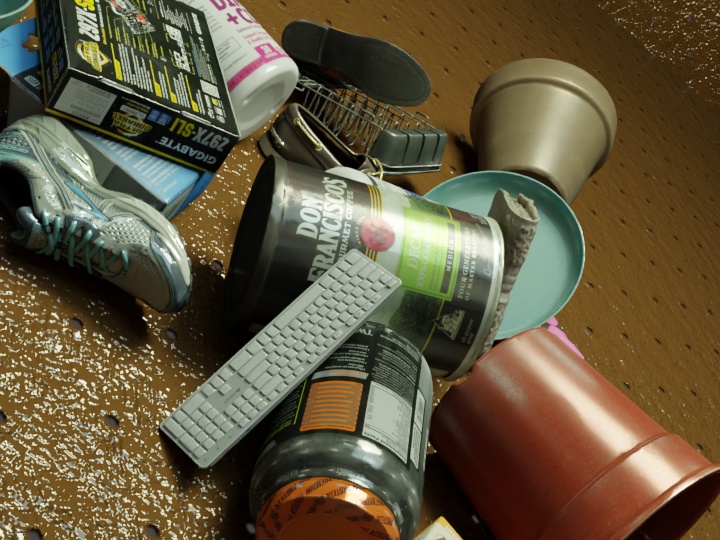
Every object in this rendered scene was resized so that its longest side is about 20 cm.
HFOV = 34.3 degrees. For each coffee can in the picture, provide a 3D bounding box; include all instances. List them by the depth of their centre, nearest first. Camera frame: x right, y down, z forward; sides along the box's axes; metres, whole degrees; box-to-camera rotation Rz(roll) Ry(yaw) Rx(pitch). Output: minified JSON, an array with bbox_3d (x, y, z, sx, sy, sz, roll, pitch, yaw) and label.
[{"bbox_3d":[0.000,0.000,0.975,0.199,0.147,0.147,15,35,-15],"label":"coffee can"}]

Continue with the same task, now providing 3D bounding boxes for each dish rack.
[{"bbox_3d":[-0.003,-0.182,1.369,0.200,0.055,0.153,33,21,23],"label":"dish rack"}]

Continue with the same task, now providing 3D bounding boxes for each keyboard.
[{"bbox_3d":[-0.057,0.061,0.851,0.056,0.200,0.011,37,-20,30],"label":"keyboard"}]

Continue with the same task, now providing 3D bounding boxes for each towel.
[{"bbox_3d":[0.124,-0.003,1.066,0.034,0.133,0.200,18,12,0],"label":"towel"}]

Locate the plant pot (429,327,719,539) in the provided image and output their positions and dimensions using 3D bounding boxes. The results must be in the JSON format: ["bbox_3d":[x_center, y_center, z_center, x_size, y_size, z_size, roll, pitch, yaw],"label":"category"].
[{"bbox_3d":[0.171,0.168,0.997,0.200,0.201,0.195,1,40,-52],"label":"plant pot"}]

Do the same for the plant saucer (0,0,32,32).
[{"bbox_3d":[-0.358,-0.213,0.910,0.199,0.036,0.200,10,30,-6],"label":"plant saucer"}]

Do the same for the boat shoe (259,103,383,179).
[{"bbox_3d":[-0.013,-0.101,1.252,0.200,0.060,0.072,37,27,-13],"label":"boat shoe"}]

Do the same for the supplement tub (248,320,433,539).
[{"bbox_3d":[-0.012,0.135,0.850,0.122,0.123,0.200,36,29,-13],"label":"supplement tub"}]

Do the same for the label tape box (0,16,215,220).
[{"bbox_3d":[-0.227,-0.123,0.992,0.200,0.063,0.144,39,27,-2],"label":"label tape box"}]

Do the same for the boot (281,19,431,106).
[{"bbox_3d":[-0.001,-0.253,1.420,0.187,0.069,0.200,15,12,2],"label":"boot"}]

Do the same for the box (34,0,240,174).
[{"bbox_3d":[-0.195,-0.184,1.000,0.159,0.049,0.200,18,35,-33],"label":"box"}]

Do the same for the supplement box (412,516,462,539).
[{"bbox_3d":[0.043,0.272,0.781,0.126,0.074,0.200,48,27,3],"label":"supplement box"}]

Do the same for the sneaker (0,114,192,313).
[{"bbox_3d":[-0.217,-0.029,0.882,0.200,0.078,0.086,40,38,9],"label":"sneaker"}]

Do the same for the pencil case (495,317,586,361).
[{"bbox_3d":[0.179,0.068,1.243,0.200,0.090,0.094,58,-9,30],"label":"pencil case"}]

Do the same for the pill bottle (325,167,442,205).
[{"bbox_3d":[0.002,-0.034,1.123,0.199,0.111,0.111,18,36,-39],"label":"pill bottle"}]

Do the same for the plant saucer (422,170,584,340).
[{"bbox_3d":[0.135,-0.013,1.227,0.201,0.200,0.027,60,-5,29],"label":"plant saucer"}]

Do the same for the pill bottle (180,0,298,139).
[{"bbox_3d":[-0.166,-0.235,1.178,0.200,0.113,0.113,48,27,9],"label":"pill bottle"}]

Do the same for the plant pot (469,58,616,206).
[{"bbox_3d":[0.228,-0.151,1.540,0.200,0.200,0.175,35,47,-15],"label":"plant pot"}]
